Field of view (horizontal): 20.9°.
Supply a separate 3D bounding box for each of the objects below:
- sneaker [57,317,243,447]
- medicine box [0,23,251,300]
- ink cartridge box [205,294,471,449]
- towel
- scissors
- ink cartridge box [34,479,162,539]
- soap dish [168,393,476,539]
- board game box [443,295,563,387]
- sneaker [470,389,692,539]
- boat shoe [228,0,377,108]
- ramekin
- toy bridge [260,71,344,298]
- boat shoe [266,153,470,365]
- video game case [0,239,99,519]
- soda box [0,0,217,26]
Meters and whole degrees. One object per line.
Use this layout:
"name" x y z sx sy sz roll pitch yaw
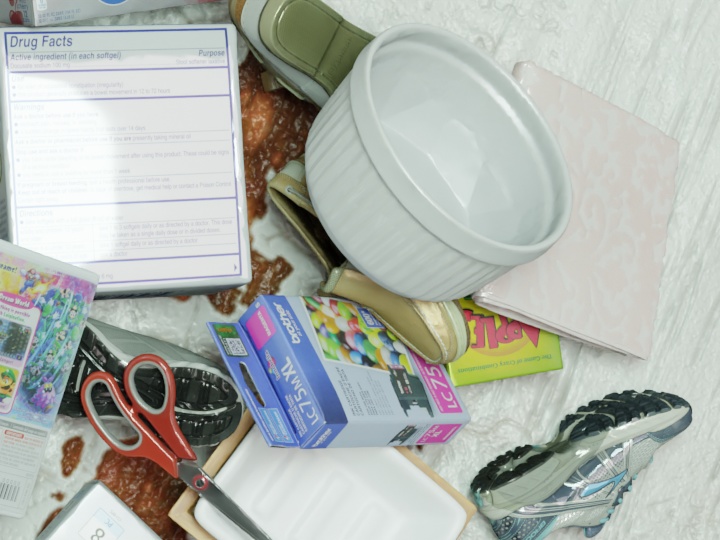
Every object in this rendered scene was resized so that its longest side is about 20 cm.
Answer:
"sneaker" -0.183 0.079 1.487 0.198 0.079 0.075 20 100 0
"medicine box" -0.186 -0.081 1.473 0.180 0.103 0.202 -3 87 -18
"ink cartridge box" -0.014 0.076 1.480 0.199 0.042 0.120 1 51 -44
"towel" 0.177 -0.045 1.586 0.190 0.032 0.202 21 72 -35
"scissors" -0.132 0.152 1.447 0.073 0.014 0.201 -33 93 4
"ink cartridge box" -0.210 0.285 1.472 0.160 0.047 0.200 45 73 -11
"soap dish" -0.031 0.187 1.518 0.200 0.081 0.158 40 76 -11
"board game box" 0.097 -0.012 1.589 0.101 0.048 0.202 -8 89 -18
"sneaker" 0.188 0.167 1.604 0.199 0.078 0.087 -26 106 -10
"boat shoe" -0.027 -0.164 1.510 0.075 0.068 0.200 -56 138 -8
"ramekin" 0.052 -0.072 1.446 0.199 0.105 0.202 26 44 -28
"toy bridge" -0.023 -0.069 1.564 0.067 0.027 0.202 -15 90 -19
"boat shoe" 0.000 0.000 1.499 0.076 0.072 0.200 -33 77 -35
"video game case" -0.284 0.062 1.329 0.199 0.024 0.184 22 83 -44
"soda box" -0.176 -0.228 1.469 0.199 0.070 0.064 -14 106 -35
